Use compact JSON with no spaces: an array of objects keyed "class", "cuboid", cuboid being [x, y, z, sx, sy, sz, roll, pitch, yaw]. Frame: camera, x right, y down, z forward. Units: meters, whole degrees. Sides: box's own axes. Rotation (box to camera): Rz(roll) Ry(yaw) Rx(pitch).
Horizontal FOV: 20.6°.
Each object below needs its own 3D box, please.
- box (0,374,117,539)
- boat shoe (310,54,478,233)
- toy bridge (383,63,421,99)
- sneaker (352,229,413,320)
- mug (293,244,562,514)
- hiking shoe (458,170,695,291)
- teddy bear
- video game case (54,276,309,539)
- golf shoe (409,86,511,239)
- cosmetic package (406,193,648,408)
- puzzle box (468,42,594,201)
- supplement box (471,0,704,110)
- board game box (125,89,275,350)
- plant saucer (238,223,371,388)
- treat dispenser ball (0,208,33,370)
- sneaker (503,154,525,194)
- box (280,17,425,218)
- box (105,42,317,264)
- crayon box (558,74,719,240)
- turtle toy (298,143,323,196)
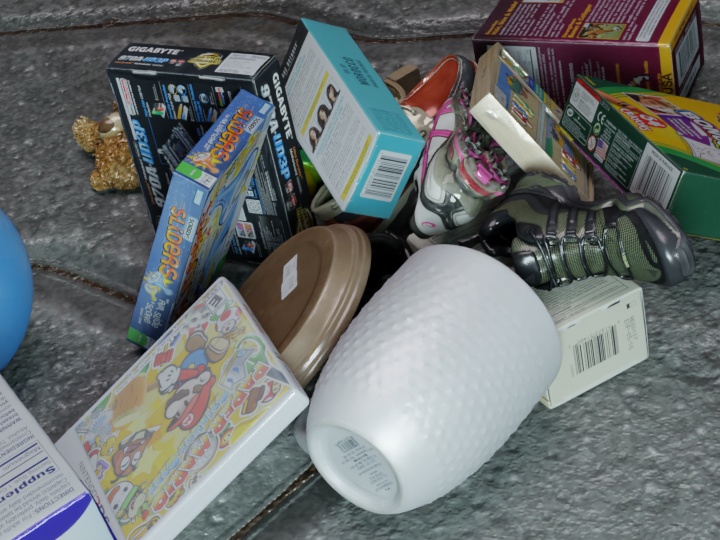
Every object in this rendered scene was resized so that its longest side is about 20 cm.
[{"class":"box","cuboid":[-0.290,0.196,1.448,0.183,0.105,0.200,-32,37,-13]},{"class":"boat shoe","cuboid":[0.033,-0.116,1.780,0.200,0.062,0.071,-53,32,1]},{"class":"toy bridge","cuboid":[0.084,-0.153,1.941,0.067,0.027,0.200,-33,38,-26]},{"class":"sneaker","cuboid":[0.000,0.000,1.670,0.070,0.098,0.200,-20,33,-21]},{"class":"mug","cuboid":[0.029,0.094,1.498,0.199,0.148,0.175,-14,27,50]},{"class":"hiking shoe","cuboid":[0.170,-0.012,1.541,0.101,0.076,0.199,-39,33,-24]},{"class":"teddy bear","cuboid":[-0.220,-0.159,2.014,0.144,0.067,0.200,8,37,32]},{"class":"video game case","cuboid":[-0.143,0.119,1.525,0.200,0.023,0.182,-45,36,4]},{"class":"golf shoe","cuboid":[0.077,-0.093,1.674,0.092,0.073,0.200,-42,10,21]},{"class":"cosmetic package","cuboid":[0.134,0.020,1.620,0.103,0.073,0.200,-25,35,-19]},{"class":"puzzle box","cuboid":[0.151,-0.122,1.720,0.025,0.133,0.200,-41,11,17]},{"class":"supplement box","cuboid":[0.222,-0.213,1.931,0.199,0.086,0.111,5,37,24]},{"class":"board game box","cuboid":[-0.138,-0.040,1.692,0.034,0.201,0.136,27,43,6]},{"class":"plant saucer","cuboid":[-0.066,0.041,1.592,0.200,0.029,0.201,-43,23,24]},{"class":"treat dispenser ball","cuboid":[-0.378,0.016,1.681,0.199,0.202,0.201,-9,33,6]},{"class":"sneaker","cuboid":[0.122,-0.095,1.784,0.081,0.089,0.200,-26,36,-21]},{"class":"box","cuboid":[-0.015,-0.134,1.731,0.049,0.083,0.200,9,31,-30]},{"class":"box","cuboid":[-0.130,-0.101,1.775,0.158,0.201,0.046,8,38,29]},{"class":"crayon box","cuboid":[0.288,-0.090,1.684,0.172,0.059,0.200,8,25,-26]},{"class":"turtle toy","cuboid":[-0.040,-0.137,1.889,0.145,0.102,0.199,-33,38,-29]}]
